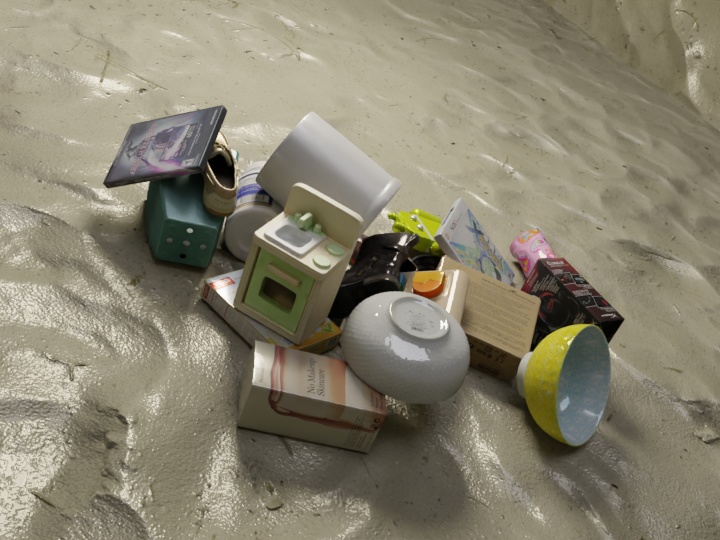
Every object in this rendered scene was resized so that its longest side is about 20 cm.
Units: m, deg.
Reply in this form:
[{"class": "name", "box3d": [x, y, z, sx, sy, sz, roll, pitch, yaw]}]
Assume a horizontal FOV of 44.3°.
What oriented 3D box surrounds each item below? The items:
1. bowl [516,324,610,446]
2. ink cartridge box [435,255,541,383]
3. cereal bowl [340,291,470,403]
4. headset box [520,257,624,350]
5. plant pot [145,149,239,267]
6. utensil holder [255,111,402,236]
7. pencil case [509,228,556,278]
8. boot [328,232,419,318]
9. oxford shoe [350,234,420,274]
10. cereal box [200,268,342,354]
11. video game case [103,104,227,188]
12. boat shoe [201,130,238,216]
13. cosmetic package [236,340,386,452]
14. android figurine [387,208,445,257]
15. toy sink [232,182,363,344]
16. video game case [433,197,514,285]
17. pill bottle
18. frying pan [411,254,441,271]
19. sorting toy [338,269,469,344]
[{"class": "bowl", "box3d": [0.325, 0.182, 1.466, 0.107, 0.201, 0.200, 7, 19, 39]}, {"class": "ink cartridge box", "box3d": [0.207, 0.086, 1.576, 0.199, 0.075, 0.165, 24, 43, 2]}, {"class": "cereal bowl", "box3d": [0.076, 0.099, 1.323, 0.199, 0.084, 0.201, 14, 36, -10]}, {"class": "headset box", "box3d": [0.367, 0.081, 1.635, 0.075, 0.149, 0.200, -3, 40, -36]}, {"class": "plant pot", "box3d": [-0.296, -0.110, 1.524, 0.141, 0.142, 0.201, 12, 39, -16]}, {"class": "utensil holder", "box3d": [-0.056, -0.150, 1.521, 0.200, 0.170, 0.170, 41, 33, -3]}, {"class": "pencil case", "box3d": [0.380, 0.000, 1.823, 0.087, 0.088, 0.200, 8, 34, -21]}, {"class": "boot", "box3d": [0.000, 0.000, 1.538, 0.199, 0.069, 0.174, -8, 32, 16]}, {"class": "oxford shoe", "box3d": [0.040, -0.029, 1.646, 0.200, 0.073, 0.071, 34, 59, 29]}, {"class": "cereal box", "box3d": [-0.145, 0.070, 1.441, 0.200, 0.040, 0.144, 40, 35, 27]}, {"class": "video game case", "box3d": [-0.329, -0.208, 1.489, 0.199, 0.019, 0.143, -5, 51, 25]}, {"class": "boat shoe", "box3d": [-0.237, -0.181, 1.479, 0.072, 0.065, 0.201, 6, 46, -23]}, {"class": "cosmetic package", "box3d": [-0.071, 0.182, 1.279, 0.199, 0.088, 0.104, 13, 35, -14]}, {"class": "android figurine", "box3d": [0.146, -0.070, 1.792, 0.199, 0.041, 0.182, 19, 22, -22]}, {"class": "toy sink", "box3d": [-0.098, -0.010, 1.362, 0.130, 0.201, 0.112, 30, 32, 11]}, {"class": "video game case", "box3d": [0.227, -0.027, 1.733, 0.200, 0.022, 0.182, 54, 31, -12]}, {"class": "pill bottle", "box3d": [-0.181, -0.113, 1.612, 0.119, 0.120, 0.200, 15, 33, -11]}, {"class": "frying pan", "box3d": [0.162, 0.046, 1.671, 0.115, 0.031, 0.190, -17, 60, -38]}, {"class": "sorting toy", "box3d": [0.074, 0.059, 1.496, 0.199, 0.037, 0.186, 1, 40, 17]}]
